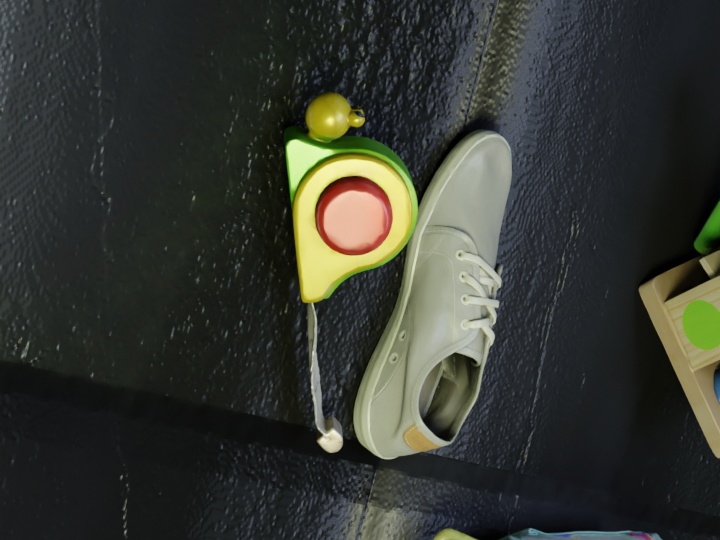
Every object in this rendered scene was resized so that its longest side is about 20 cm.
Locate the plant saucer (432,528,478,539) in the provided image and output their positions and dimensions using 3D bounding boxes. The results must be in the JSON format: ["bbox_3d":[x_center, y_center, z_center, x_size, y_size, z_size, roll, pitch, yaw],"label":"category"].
[{"bbox_3d":[0.104,0.278,1.563,0.201,0.199,0.048,-68,165,2],"label":"plant saucer"}]

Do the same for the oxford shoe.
[{"bbox_3d":[0.056,0.016,1.540,0.075,0.058,0.201,32,72,-49],"label":"oxford shoe"}]

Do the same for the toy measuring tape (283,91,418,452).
[{"bbox_3d":[0.000,0.000,1.446,0.073,0.073,0.201,-26,117,-46],"label":"toy measuring tape"}]

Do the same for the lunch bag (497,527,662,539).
[{"bbox_3d":[0.143,0.261,1.674,0.170,0.122,0.201,4,83,-48],"label":"lunch bag"}]

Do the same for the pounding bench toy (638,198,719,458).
[{"bbox_3d":[0.267,-0.004,1.746,0.124,0.156,0.201,-21,85,-47],"label":"pounding bench toy"}]
